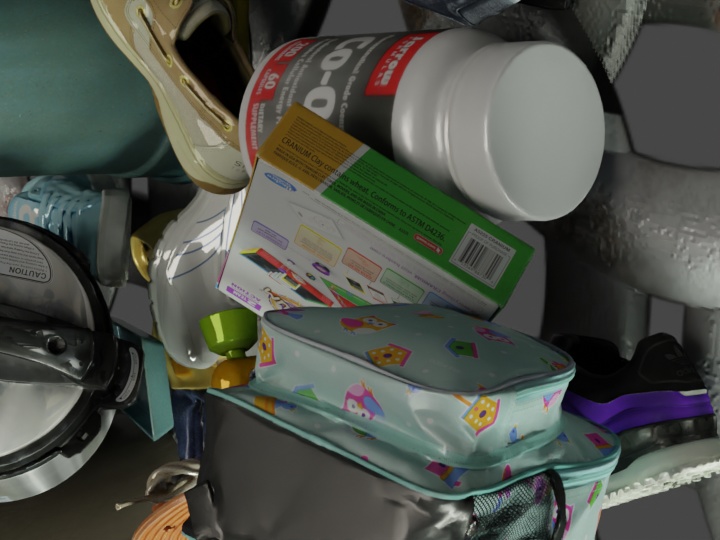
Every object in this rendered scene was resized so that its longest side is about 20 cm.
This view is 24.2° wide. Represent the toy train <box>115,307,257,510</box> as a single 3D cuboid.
[{"bbox_3d":[-0.077,0.076,1.063,0.085,0.200,0.116,-28,73,50],"label":"toy train"}]

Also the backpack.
[{"bbox_3d":[0.032,0.097,0.849,0.176,0.200,0.154,16,94,37],"label":"backpack"}]

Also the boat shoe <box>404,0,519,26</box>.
[{"bbox_3d":[0.025,-0.177,0.948,0.091,0.071,0.200,40,169,-21],"label":"boat shoe"}]

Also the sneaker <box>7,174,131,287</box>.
[{"bbox_3d":[-0.212,-0.029,1.217,0.200,0.082,0.074,-152,62,-73],"label":"sneaker"}]

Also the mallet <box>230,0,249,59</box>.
[{"bbox_3d":[-0.074,-0.138,1.136,0.041,0.066,0.200,30,135,42],"label":"mallet"}]

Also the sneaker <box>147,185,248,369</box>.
[{"bbox_3d":[-0.076,-0.024,1.107,0.087,0.074,0.200,27,102,32],"label":"sneaker"}]

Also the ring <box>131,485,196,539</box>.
[{"bbox_3d":[-0.045,0.149,1.047,0.200,0.200,0.019,-44,53,44],"label":"ring"}]

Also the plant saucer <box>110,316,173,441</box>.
[{"bbox_3d":[-0.159,0.072,1.190,0.200,0.019,0.070,-171,73,-73],"label":"plant saucer"}]

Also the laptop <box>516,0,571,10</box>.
[{"bbox_3d":[0.030,-0.254,0.934,0.177,0.103,0.201,22,115,44],"label":"laptop"}]

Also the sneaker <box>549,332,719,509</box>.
[{"bbox_3d":[0.118,0.087,0.951,0.200,0.069,0.100,-26,73,44],"label":"sneaker"}]

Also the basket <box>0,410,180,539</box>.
[{"bbox_3d":[-0.238,0.183,1.261,0.181,0.200,0.136,56,138,23],"label":"basket"}]

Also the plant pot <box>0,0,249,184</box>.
[{"bbox_3d":[-0.214,-0.148,1.164,0.200,0.196,0.201,14,109,47],"label":"plant pot"}]

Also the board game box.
[{"bbox_3d":[0.000,0.000,0.964,0.153,0.040,0.200,32,156,1],"label":"board game box"}]

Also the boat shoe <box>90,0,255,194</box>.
[{"bbox_3d":[-0.108,-0.148,1.059,0.066,0.074,0.200,-36,81,40],"label":"boat shoe"}]

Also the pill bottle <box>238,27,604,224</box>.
[{"bbox_3d":[0.033,-0.081,0.963,0.200,0.114,0.114,5,103,48],"label":"pill bottle"}]

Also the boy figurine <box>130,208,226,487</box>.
[{"bbox_3d":[-0.119,0.057,1.205,0.124,0.064,0.201,7,107,57],"label":"boy figurine"}]

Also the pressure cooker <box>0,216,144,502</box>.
[{"bbox_3d":[-0.242,0.058,1.095,0.179,0.176,0.200,56,168,8],"label":"pressure cooker"}]
